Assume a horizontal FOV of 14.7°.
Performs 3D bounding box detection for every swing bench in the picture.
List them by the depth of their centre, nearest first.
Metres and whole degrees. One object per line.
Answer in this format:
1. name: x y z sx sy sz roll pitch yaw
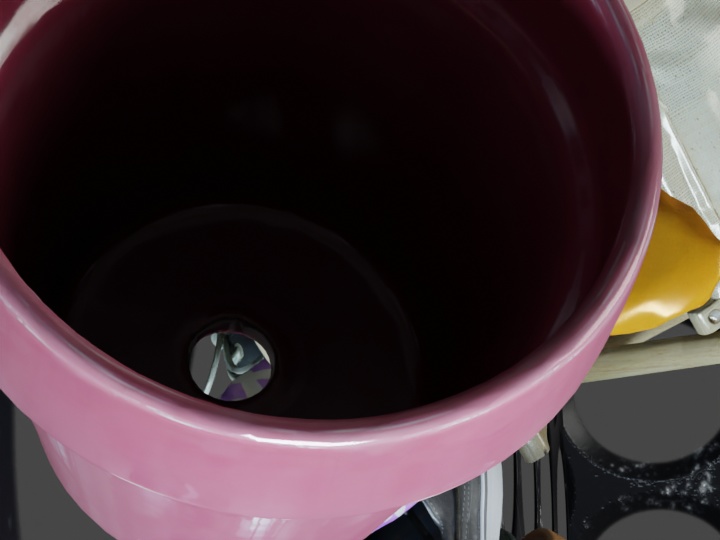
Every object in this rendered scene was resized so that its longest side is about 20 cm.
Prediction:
1. swing bench: 0.119 -0.053 1.227 0.199 0.199 0.130 62 22 -22

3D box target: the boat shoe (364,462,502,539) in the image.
1. boat shoe: 0.014 0.106 1.132 0.066 0.070 0.201 41 41 -52

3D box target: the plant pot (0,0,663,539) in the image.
1. plant pot: -0.027 -0.004 0.798 0.179 0.199 0.201 105 -11 -61

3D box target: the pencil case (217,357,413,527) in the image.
1. pencil case: 0.014 0.042 1.083 0.200 0.084 0.086 -41 171 -33

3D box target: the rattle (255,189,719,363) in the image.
1. rattle: 0.009 -0.034 0.948 0.130 0.143 0.200 -55 131 -22

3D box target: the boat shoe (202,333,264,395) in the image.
1. boat shoe: -0.028 0.018 1.157 0.075 0.062 0.201 -103 -151 -71

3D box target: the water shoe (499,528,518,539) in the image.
1. water shoe: 0.036 0.160 1.329 0.072 0.079 0.200 -71 -165 -12

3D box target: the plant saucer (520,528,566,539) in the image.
1. plant saucer: 0.071 0.227 1.374 0.200 0.037 0.201 -159 -90 -83
